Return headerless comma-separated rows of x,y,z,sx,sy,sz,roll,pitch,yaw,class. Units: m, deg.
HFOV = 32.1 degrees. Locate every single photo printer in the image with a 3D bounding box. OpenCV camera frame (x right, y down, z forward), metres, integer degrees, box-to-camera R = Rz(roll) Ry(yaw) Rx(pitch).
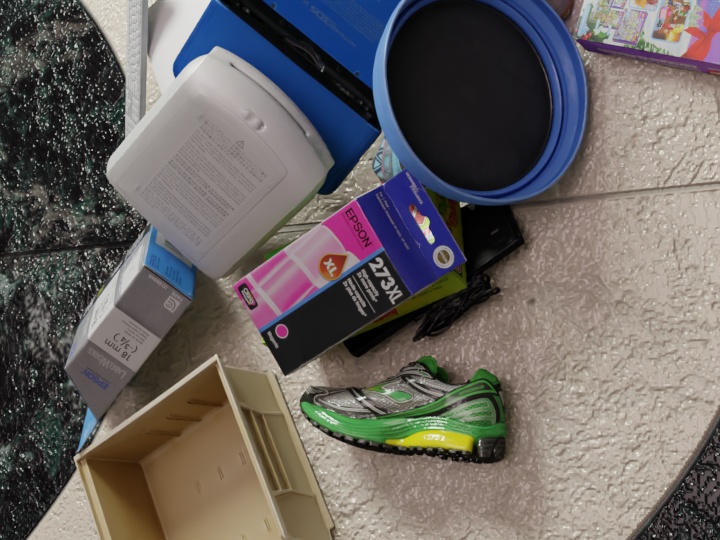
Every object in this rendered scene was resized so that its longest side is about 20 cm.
-0.129,-0.102,1.177,0.166,0.070,0.200,43,131,-8,photo printer
-0.134,-0.215,1.277,0.165,0.069,0.202,-32,65,23,photo printer

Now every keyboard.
-0.239,-0.220,1.321,0.056,0.011,0.203,38,129,52,keyboard
0.066,0.018,1.136,0.199,0.039,0.105,-36,44,21,keyboard

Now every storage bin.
-0.148,0.222,1.190,0.199,0.093,0.201,-35,64,22,storage bin

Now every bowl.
0.100,-0.153,1.057,0.039,0.198,0.204,161,113,-64,bowl

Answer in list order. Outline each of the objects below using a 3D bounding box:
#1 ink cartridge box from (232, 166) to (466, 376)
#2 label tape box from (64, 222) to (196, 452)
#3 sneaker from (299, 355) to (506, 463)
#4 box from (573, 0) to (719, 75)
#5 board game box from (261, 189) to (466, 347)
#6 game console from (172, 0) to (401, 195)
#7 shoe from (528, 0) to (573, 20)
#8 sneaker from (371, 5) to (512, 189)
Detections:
-0.013,0.003,1.075,0.199,0.037,0.095,-33,86,26,ink cartridge box
-0.245,0.061,1.255,0.201,0.063,0.145,-51,17,13,label tape box
0.038,0.120,1.112,0.197,0.078,0.087,2,75,23,sneaker
0.273,-0.274,1.050,0.136,0.039,0.203,18,91,34,box
0.000,0.000,1.144,0.198,0.048,0.103,-25,48,28,board game box
-0.049,-0.207,1.188,0.199,0.118,0.172,38,69,-6,game console
0.120,-0.301,1.143,0.070,0.053,0.201,-48,60,15,shoe
0.067,-0.158,1.118,0.201,0.079,0.095,-58,20,-22,sneaker
